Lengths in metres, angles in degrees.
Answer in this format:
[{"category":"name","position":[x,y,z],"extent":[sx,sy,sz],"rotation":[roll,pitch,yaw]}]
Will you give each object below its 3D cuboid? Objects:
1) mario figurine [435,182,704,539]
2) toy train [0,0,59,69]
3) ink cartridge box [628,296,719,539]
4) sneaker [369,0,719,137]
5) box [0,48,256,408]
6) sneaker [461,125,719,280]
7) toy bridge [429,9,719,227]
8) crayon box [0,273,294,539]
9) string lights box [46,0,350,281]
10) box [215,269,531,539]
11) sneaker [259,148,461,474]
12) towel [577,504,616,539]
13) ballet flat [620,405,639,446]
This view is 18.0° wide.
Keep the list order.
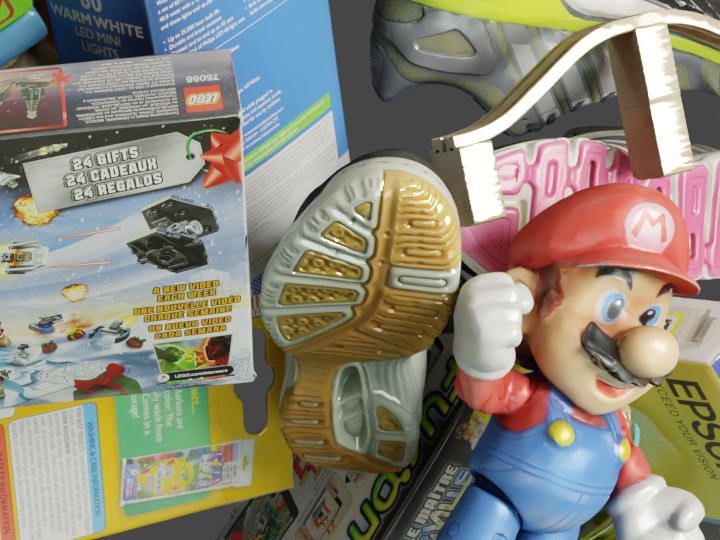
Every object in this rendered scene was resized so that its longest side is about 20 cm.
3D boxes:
[{"category":"mario figurine","position":[0.084,0.065,0.881],"extent":[0.123,0.105,0.201],"rotation":[1,107,-71]},{"category":"toy train","position":[-0.206,-0.055,0.856],"extent":[0.199,0.085,0.116],"rotation":[-35,140,-4]},{"category":"ink cartridge box","position":[0.167,0.086,1.047],"extent":[0.047,0.199,0.198],"rotation":[-56,131,-25]},{"category":"sneaker","position":[0.089,-0.098,0.983],"extent":[0.199,0.074,0.081],"rotation":[12,119,-23]},{"category":"box","position":[-0.140,-0.008,0.822],"extent":[0.198,0.040,0.137],"rotation":[-6,136,-6]},{"category":"sneaker","position":[0.099,-0.026,1.002],"extent":[0.199,0.087,0.074],"rotation":[-5,100,-39]},{"category":"toy bridge","position":[0.119,-0.072,0.931],"extent":[0.199,0.027,0.068],"rotation":[-15,95,-23]},{"category":"crayon box","position":[-0.130,0.054,0.968],"extent":[0.199,0.052,0.127],"rotation":[-12,122,-19]},{"category":"string lights box","position":[-0.064,-0.095,0.884],"extent":[0.103,0.059,0.201],"rotation":[-38,134,-39]},{"category":"box","position":[0.009,0.082,1.016],"extent":[0.035,0.110,0.201],"rotation":[21,108,-34]},{"category":"sneaker","position":[0.000,0.000,0.912],"extent":[0.075,0.088,0.200],"rotation":[10,147,-1]},{"category":"towel","position":[0.080,0.132,1.043],"extent":[0.086,0.200,0.018],"rotation":[-34,87,-11]},{"category":"ballet flat","position":[0.047,0.101,1.048],"extent":[0.065,0.071,0.200],"rotation":[32,134,-15]}]
